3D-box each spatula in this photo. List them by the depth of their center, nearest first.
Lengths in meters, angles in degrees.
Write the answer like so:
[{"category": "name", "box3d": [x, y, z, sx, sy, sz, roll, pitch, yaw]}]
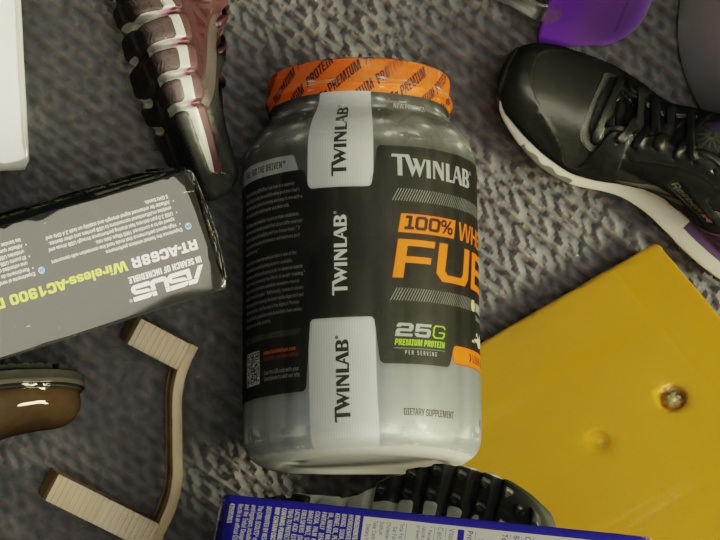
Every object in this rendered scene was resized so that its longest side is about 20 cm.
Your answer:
[{"category": "spatula", "box3d": [0.062, -0.150, 1.210, 0.199, 0.057, 0.021, 7, 48, -9]}]

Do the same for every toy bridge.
[{"category": "toy bridge", "box3d": [-0.135, 0.126, 1.171, 0.067, 0.027, 0.201, 28, 86, -17]}]

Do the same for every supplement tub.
[{"category": "supplement tub", "box3d": [0.000, 0.000, 1.143, 0.122, 0.123, 0.201, 2, 80, -16]}]

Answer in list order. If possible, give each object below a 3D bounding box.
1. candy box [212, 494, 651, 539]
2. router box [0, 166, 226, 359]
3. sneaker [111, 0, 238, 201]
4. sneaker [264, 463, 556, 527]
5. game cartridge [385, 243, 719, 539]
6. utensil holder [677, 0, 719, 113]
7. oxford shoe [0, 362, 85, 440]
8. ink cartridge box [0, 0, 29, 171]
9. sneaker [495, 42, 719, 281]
[{"category": "candy box", "box3d": [0.031, 0.185, 1.048, 0.199, 0.169, 0.077, 6, 52, 4]}, {"category": "router box", "box3d": [-0.178, 0.007, 1.089, 0.199, 0.150, 0.062, -18, 97, -14]}, {"category": "sneaker", "box3d": [-0.068, -0.144, 1.153, 0.115, 0.076, 0.201, -20, 98, -17]}, {"category": "sneaker", "box3d": [0.024, 0.148, 1.131, 0.091, 0.199, 0.067, 46, 48, -37]}, {"category": "game cartridge", "box3d": [0.126, 0.098, 1.190, 0.200, 0.032, 0.176, -29, 59, -11]}, {"category": "utensil holder", "box3d": [0.278, -0.134, 1.185, 0.169, 0.200, 0.171, -1, 94, -15]}, {"category": "oxford shoe", "box3d": [-0.224, 0.100, 1.110, 0.199, 0.073, 0.085, -19, 82, -21]}, {"category": "ink cartridge box", "box3d": [-0.265, -0.117, 1.092, 0.199, 0.084, 0.147, -3, 94, -15]}, {"category": "sneaker", "box3d": [0.170, -0.071, 1.209, 0.200, 0.088, 0.076, 30, 65, -18]}]
